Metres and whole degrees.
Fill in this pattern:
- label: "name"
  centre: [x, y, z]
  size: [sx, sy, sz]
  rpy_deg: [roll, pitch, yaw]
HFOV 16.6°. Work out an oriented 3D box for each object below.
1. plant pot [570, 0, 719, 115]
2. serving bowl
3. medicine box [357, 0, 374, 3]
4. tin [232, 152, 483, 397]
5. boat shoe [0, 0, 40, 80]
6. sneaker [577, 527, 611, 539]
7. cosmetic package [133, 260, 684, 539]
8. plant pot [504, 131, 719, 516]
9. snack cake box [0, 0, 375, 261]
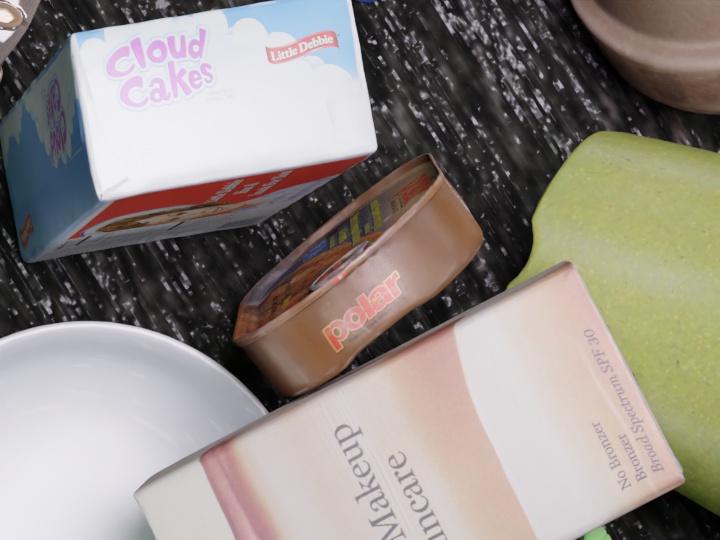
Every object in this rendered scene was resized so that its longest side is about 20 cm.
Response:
- label: "plant pot"
  centre: [0.154, -0.196, 1.110]
  size: [0.175, 0.200, 0.201]
  rpy_deg: [41, 67, -47]
- label: "serving bowl"
  centre: [-0.121, 0.126, 1.075]
  size: [0.199, 0.066, 0.201]
  rpy_deg: [3, 79, -15]
- label: "medicine box"
  centre: [-0.050, -0.217, 1.096]
  size: [0.199, 0.182, 0.103]
  rpy_deg: [16, 76, -12]
- label: "tin"
  centre: [0.000, 0.000, 1.065]
  size: [0.112, 0.200, 0.042]
  rpy_deg: [-43, 96, 5]
- label: "boat shoe"
  centre: [-0.193, -0.093, 1.091]
  size: [0.076, 0.072, 0.201]
  rpy_deg: [24, 80, -13]
- label: "sneaker"
  centre: [0.029, 0.177, 1.113]
  size: [0.084, 0.077, 0.200]
  rpy_deg: [40, 68, 13]
- label: "cosmetic package"
  centre: [0.020, 0.085, 1.007]
  size: [0.200, 0.087, 0.104]
  rpy_deg: [-29, 89, 3]
- label: "plant pot"
  centre: [0.169, 0.026, 1.102]
  size: [0.184, 0.200, 0.201]
  rpy_deg: [22, 72, 22]
- label: "snack cake box"
  centre: [-0.079, -0.056, 1.041]
  size: [0.115, 0.200, 0.067]
  rpy_deg: [-9, 86, -18]
